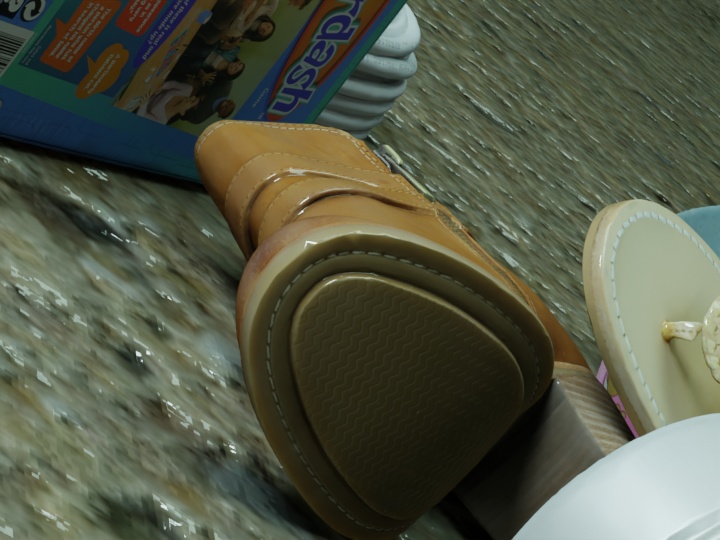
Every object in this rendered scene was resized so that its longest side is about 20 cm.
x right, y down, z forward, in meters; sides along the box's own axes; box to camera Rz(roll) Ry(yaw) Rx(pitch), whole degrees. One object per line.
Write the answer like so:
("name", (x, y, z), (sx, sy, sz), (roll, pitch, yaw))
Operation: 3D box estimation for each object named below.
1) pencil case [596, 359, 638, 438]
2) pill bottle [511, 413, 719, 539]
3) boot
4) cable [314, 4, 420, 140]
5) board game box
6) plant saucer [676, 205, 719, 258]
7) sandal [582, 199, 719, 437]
("pencil case", (0.172, 0.052, 0.928), (0.200, 0.087, 0.083), (2, 31, -38))
("pill bottle", (0.110, 0.127, 0.547), (0.113, 0.113, 0.200), (22, 21, -50))
("boot", (0.000, 0.000, 0.748), (0.200, 0.077, 0.155), (28, 19, -51))
("cable", (-0.067, -0.121, 1.011), (0.200, 0.069, 0.200), (33, 15, -20))
("board game box", (-0.047, -0.102, 0.814), (0.045, 0.152, 0.200), (44, 13, 24))
("plant saucer", (0.175, 0.062, 1.022), (0.201, 0.039, 0.201), (23, 38, -19))
("sandal", (0.140, 0.053, 0.795), (0.212, 0.070, 0.078), (58, 38, -34))
